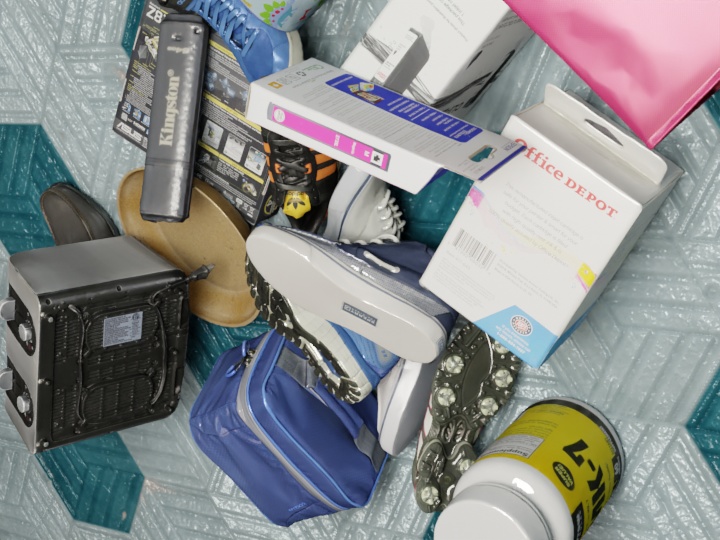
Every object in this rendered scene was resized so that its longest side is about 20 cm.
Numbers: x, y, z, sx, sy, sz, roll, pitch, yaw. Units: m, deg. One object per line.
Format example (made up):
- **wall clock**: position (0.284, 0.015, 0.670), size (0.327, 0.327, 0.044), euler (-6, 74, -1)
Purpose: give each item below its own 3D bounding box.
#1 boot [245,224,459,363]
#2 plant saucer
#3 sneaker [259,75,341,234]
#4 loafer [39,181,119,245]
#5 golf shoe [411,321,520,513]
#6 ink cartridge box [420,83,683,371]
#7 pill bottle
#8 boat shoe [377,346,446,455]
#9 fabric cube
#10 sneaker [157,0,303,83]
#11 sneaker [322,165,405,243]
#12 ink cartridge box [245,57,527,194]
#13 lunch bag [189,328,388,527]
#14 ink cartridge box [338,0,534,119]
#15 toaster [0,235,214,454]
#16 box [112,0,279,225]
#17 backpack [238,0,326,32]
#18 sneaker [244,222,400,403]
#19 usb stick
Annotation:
- **boot**: position (0.000, 0.000, 1.050), size (0.199, 0.091, 0.073), euler (31, 143, 4)
- **plant saucer**: position (-0.170, -0.031, 1.221), size (0.199, 0.035, 0.201), euler (27, 141, 25)
- **sneaker**: position (-0.053, -0.098, 1.057), size (0.069, 0.200, 0.091), euler (2, 69, 7)
- **loafer**: position (-0.307, -0.010, 1.321), size (0.073, 0.072, 0.201), euler (-39, 85, 35)
- **golf shoe**: position (0.090, 0.131, 1.119), size (0.077, 0.088, 0.202), euler (18, 95, -12)
- **ink cartridge box**: position (0.166, -0.047, 0.976), size (0.128, 0.125, 0.201), euler (38, 122, 14)
- **pill bottle**: position (0.150, 0.201, 1.032), size (0.113, 0.200, 0.115), euler (12, 114, 28)
- **boat shoe**: position (0.042, 0.082, 1.144), size (0.065, 0.073, 0.202), euler (23, 108, 27)
- **fabric cube**: position (0.225, -0.242, 0.823), size (0.199, 0.200, 0.196), euler (45, 124, 8)
- **sneaker**: position (-0.132, -0.239, 1.061), size (0.077, 0.111, 0.201), euler (-42, 60, 38)
- **sneaker**: position (0.010, -0.054, 1.087), size (0.070, 0.073, 0.200), euler (25, 151, 5)
- **ink cartridge box**: position (0.019, -0.106, 0.889), size (0.199, 0.095, 0.037), euler (24, 121, 20)
- **lunch bag**: position (-0.063, 0.146, 1.164), size (0.132, 0.136, 0.200), euler (-22, 120, 34)
- **ink cartridge box**: position (0.071, -0.190, 0.971), size (0.084, 0.144, 0.200), euler (47, 126, 8)
- **toaster**: position (-0.270, 0.069, 1.205), size (0.118, 0.199, 0.182), euler (35, 125, 42)
- **box**: position (-0.150, -0.166, 1.179), size (0.199, 0.049, 0.162), euler (33, 124, 18)
- **backpack**: position (-0.081, -0.317, 0.992), size (0.147, 0.183, 0.200), euler (-35, 108, 30)
- **sneaker**: position (-0.036, 0.030, 1.108), size (0.200, 0.089, 0.079), euler (50, 150, 17)
- **usb stick**: position (-0.179, -0.145, 1.123), size (0.055, 0.033, 0.202), euler (8, 92, 25)
